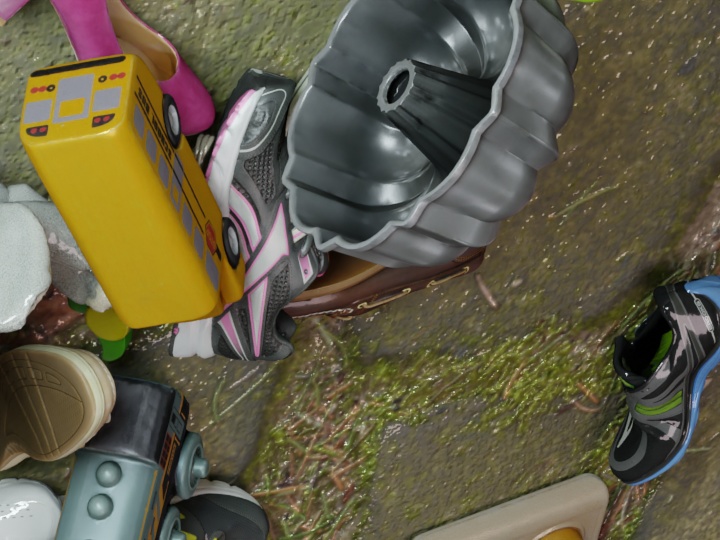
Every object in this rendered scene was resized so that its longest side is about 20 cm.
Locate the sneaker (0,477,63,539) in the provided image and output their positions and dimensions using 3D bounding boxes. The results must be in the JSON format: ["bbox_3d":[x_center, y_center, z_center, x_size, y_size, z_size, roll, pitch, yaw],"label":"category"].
[{"bbox_3d":[-0.281,0.210,1.542,0.199,0.087,0.075,-33,104,-4],"label":"sneaker"}]

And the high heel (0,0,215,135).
[{"bbox_3d":[-0.128,-0.149,1.301,0.096,0.068,0.200,-36,130,21],"label":"high heel"}]

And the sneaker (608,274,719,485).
[{"bbox_3d":[0.227,0.082,1.808,0.082,0.071,0.200,2,131,-18],"label":"sneaker"}]

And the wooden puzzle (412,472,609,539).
[{"bbox_3d":[0.120,0.272,1.941,0.184,0.046,0.201,-18,139,-19],"label":"wooden puzzle"}]

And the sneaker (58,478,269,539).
[{"bbox_3d":[-0.148,0.205,1.647,0.199,0.085,0.075,-3,134,-32],"label":"sneaker"}]

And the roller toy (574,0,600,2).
[{"bbox_3d":[0.170,-0.257,1.300,0.139,0.183,0.200,17,130,-45],"label":"roller toy"}]

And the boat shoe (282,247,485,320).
[{"bbox_3d":[0.000,0.000,1.545,0.199,0.070,0.071,-17,135,-21],"label":"boat shoe"}]

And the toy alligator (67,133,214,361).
[{"bbox_3d":[-0.143,-0.022,1.431,0.054,0.059,0.200,26,131,-1],"label":"toy alligator"}]

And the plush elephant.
[{"bbox_3d":[-0.234,0.015,1.308,0.164,0.155,0.200,-12,135,12],"label":"plush elephant"}]

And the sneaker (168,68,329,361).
[{"bbox_3d":[-0.057,-0.030,1.433,0.086,0.081,0.201,12,123,-3],"label":"sneaker"}]

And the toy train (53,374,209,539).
[{"bbox_3d":[-0.160,0.162,1.524,0.085,0.201,0.114,10,161,12],"label":"toy train"}]

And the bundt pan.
[{"bbox_3d":[0.047,-0.089,1.314,0.076,0.202,0.202,26,114,-31],"label":"bundt pan"}]

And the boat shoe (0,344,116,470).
[{"bbox_3d":[-0.191,0.081,1.448,0.065,0.072,0.200,-20,176,-31],"label":"boat shoe"}]

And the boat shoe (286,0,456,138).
[{"bbox_3d":[0.008,-0.108,1.444,0.074,0.062,0.200,5,129,-41],"label":"boat shoe"}]

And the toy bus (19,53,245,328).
[{"bbox_3d":[-0.123,-0.036,1.310,0.065,0.079,0.200,-9,139,12],"label":"toy bus"}]
